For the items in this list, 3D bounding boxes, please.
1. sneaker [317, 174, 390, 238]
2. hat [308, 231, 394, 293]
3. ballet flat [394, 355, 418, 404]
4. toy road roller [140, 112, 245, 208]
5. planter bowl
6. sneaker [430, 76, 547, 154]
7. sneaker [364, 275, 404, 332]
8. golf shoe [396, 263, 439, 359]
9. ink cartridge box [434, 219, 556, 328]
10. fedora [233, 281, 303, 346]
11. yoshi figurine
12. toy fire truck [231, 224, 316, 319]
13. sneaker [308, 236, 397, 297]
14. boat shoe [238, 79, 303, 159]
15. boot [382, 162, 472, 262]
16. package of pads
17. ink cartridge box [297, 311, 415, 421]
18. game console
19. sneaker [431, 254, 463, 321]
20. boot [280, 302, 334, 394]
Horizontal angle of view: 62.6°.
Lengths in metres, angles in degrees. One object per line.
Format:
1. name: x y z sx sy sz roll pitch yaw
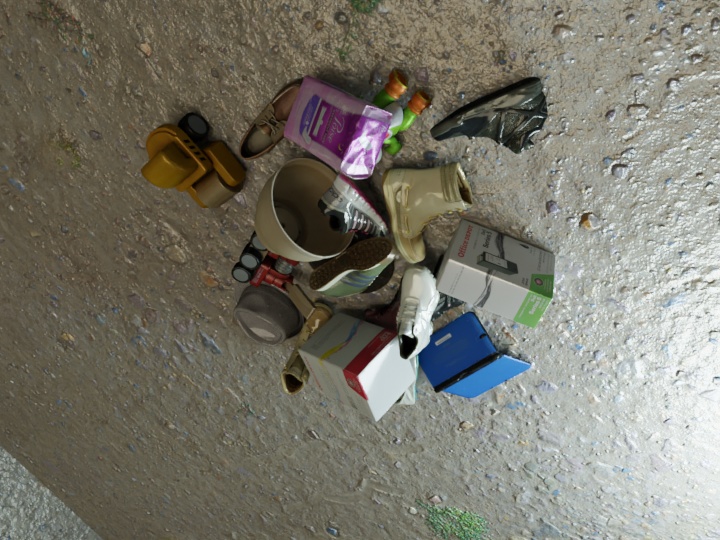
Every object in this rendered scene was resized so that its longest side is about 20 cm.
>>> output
1. sneaker: -0.015 -0.103 1.137 0.087 0.074 0.200 -37 143 9
2. hat: -0.033 -0.006 1.272 0.200 0.081 0.201 11 129 14
3. ballet flat: 0.101 0.257 1.411 0.069 0.070 0.200 10 134 14
4. toy road roller: -0.350 -0.205 1.208 0.123 0.146 0.200 -28 111 35
5. planter bowl: -0.127 -0.103 1.174 0.135 0.200 0.200 -23 114 46
6. sneaker: 0.221 -0.237 1.005 0.199 0.076 0.114 -16 111 24
7. sneaker: 0.061 0.087 1.312 0.115 0.076 0.200 18 123 24
8. golf shoe: 0.109 0.088 1.184 0.078 0.097 0.201 8 119 22
9. ink cartridge box: 0.257 0.003 1.122 0.200 0.146 0.084 22 129 5
10. fedora: -0.237 0.111 1.432 0.200 0.090 0.177 43 128 -12
11. yoshi figurine: 0.034 -0.256 1.069 0.200 0.112 0.113 -49 60 27
12. toy fire truck: -0.165 -0.005 1.305 0.200 0.129 0.176 30 130 -11
13. sneaker: 0.000 0.000 1.188 0.200 0.067 0.090 -26 146 24
14. boat shoe: -0.164 -0.277 1.128 0.076 0.072 0.200 41 126 -10
15. boot: 0.138 -0.107 1.129 0.155 0.073 0.200 -4 119 25
16. package of pads: -0.045 -0.250 1.022 0.200 0.076 0.121 39 115 41
17. ink cartridge box: -0.009 0.209 1.326 0.200 0.145 0.146 16 138 43
18. game console: 0.251 0.198 1.352 0.200 0.118 0.171 -40 73 38
19. sneaker: 0.178 0.065 1.249 0.087 0.076 0.200 19 130 0
20. boot: -0.128 0.186 1.402 0.073 0.156 0.200 25 130 3
